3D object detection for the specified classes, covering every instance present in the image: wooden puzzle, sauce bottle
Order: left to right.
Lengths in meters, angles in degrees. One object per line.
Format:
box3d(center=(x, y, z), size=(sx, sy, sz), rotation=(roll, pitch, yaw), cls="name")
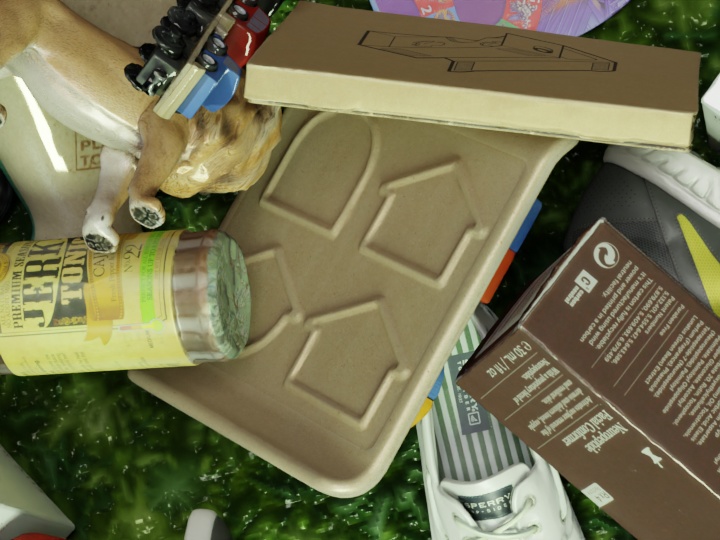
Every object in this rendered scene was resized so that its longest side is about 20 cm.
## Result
box3d(center=(-0.153, 0.018, 1.389), size=(0.199, 0.065, 0.065), rotation=(-5, 80, 13), cls="sauce bottle")
box3d(center=(0.000, 0.000, 1.396), size=(0.185, 0.046, 0.200), rotation=(26, 81, 49), cls="wooden puzzle")

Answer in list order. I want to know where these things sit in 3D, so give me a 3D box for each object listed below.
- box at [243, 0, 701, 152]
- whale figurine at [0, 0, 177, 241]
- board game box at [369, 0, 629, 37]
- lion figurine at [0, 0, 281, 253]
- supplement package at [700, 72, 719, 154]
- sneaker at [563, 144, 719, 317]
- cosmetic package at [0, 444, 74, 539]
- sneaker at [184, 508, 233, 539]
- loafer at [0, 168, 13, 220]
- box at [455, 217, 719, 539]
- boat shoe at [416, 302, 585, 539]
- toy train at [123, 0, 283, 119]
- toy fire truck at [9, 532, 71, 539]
box3d(center=(0.057, -0.091, 1.374), size=(0.199, 0.164, 0.021), rotation=(6, 106, 6), cls="box")
box3d(center=(-0.142, -0.081, 1.448), size=(0.158, 0.104, 0.201), rotation=(-9, 102, -23), cls="whale figurine")
box3d(center=(0.059, -0.205, 1.456), size=(0.157, 0.039, 0.201), rotation=(-21, 78, 5), cls="board game box")
box3d(center=(-0.127, -0.085, 1.354), size=(0.200, 0.072, 0.123), rotation=(35, 51, -19), cls="lion figurine")
box3d(center=(0.281, -0.074, 1.366), size=(0.200, 0.111, 0.156), rotation=(35, 87, 13), cls="supplement package")
box3d(center=(0.183, 0.014, 1.394), size=(0.200, 0.074, 0.085), rotation=(36, 94, 21), cls="sneaker")
box3d(center=(-0.211, 0.100, 1.367), size=(0.071, 0.200, 0.101), rotation=(-45, 78, 0), cls="cosmetic package")
box3d(center=(-0.032, 0.208, 1.393), size=(0.099, 0.071, 0.201), rotation=(-7, 84, 4), cls="sneaker")
box3d(center=(-0.271, -0.029, 1.463), size=(0.199, 0.072, 0.073), rotation=(-12, 78, 6), cls="loafer")
box3d(center=(0.148, 0.078, 1.339), size=(0.200, 0.100, 0.075), rotation=(39, 67, -1), cls="box")
box3d(center=(0.059, 0.107, 1.393), size=(0.073, 0.067, 0.201), rotation=(-21, 78, 5), cls="boat shoe")
box3d(center=(-0.064, -0.113, 1.364), size=(0.046, 0.200, 0.034), rotation=(38, 115, -6), cls="toy train")
box3d(center=(-0.119, 0.219, 1.340), size=(0.167, 0.112, 0.201), rotation=(9, 98, 24), cls="toy fire truck")
